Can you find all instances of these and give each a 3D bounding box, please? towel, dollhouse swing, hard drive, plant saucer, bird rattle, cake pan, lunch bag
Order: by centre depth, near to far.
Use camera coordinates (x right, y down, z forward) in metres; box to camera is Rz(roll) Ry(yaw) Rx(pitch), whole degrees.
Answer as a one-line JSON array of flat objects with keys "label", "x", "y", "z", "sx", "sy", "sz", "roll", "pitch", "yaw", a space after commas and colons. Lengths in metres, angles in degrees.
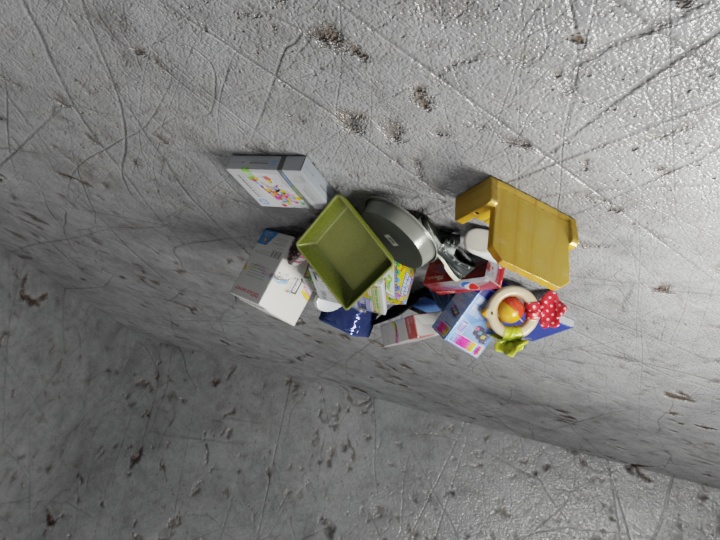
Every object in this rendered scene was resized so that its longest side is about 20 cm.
[{"label": "dollhouse swing", "x": 0.285, "y": -0.047, "z": 1.232, "sx": 0.200, "sy": 0.176, "sz": 0.182, "roll": 23, "pitch": 159, "yaw": -17}, {"label": "cake pan", "x": 0.078, "y": -0.077, "z": 1.420, "sx": 0.200, "sy": 0.037, "sz": 0.200, "roll": 37, "pitch": 161, "yaw": 15}, {"label": "plant saucer", "x": -0.027, "y": -0.044, "z": 1.449, "sx": 0.200, "sy": 0.048, "sz": 0.200, "roll": 52, "pitch": 131, "yaw": 8}, {"label": "bird rattle", "x": 0.386, "y": 0.110, "z": 1.572, "sx": 0.163, "sy": 0.200, "sz": 0.113, "roll": 44, "pitch": -170, "yaw": -4}, {"label": "towel", "x": 0.269, "y": 0.104, "z": 1.736, "sx": 0.049, "sy": 0.112, "sz": 0.200, "roll": -42, "pitch": 126, "yaw": 17}, {"label": "hard drive", "x": 0.471, "y": 0.146, "z": 1.781, "sx": 0.132, "sy": 0.025, "sz": 0.200, "roll": 21, "pitch": 159, "yaw": -9}, {"label": "lunch bag", "x": -0.020, "y": 0.113, "z": 1.922, "sx": 0.136, "sy": 0.132, "sz": 0.200, "roll": 24, "pitch": -179, "yaw": 17}]

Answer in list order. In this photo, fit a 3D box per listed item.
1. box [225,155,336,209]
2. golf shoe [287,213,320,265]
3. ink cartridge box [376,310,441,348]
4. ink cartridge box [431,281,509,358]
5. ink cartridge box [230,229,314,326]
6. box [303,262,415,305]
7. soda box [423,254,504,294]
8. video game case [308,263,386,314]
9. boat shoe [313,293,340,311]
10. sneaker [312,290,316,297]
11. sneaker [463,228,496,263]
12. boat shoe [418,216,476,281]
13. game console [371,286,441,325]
[{"label": "box", "x": -0.171, "y": -0.193, "z": 1.429, "sx": 0.200, "sy": 0.041, "sz": 0.156, "roll": 8, "pitch": 157, "yaw": 29}, {"label": "golf shoe", "x": -0.105, "y": -0.062, "z": 1.590, "sx": 0.092, "sy": 0.073, "sz": 0.200, "roll": 28, "pitch": 135, "yaw": -27}, {"label": "ink cartridge box", "x": 0.138, "y": 0.171, "z": 1.855, "sx": 0.116, "sy": 0.068, "sz": 0.200, "roll": -4, "pitch": 167, "yaw": -36}, {"label": "ink cartridge box", "x": 0.295, "y": 0.104, "z": 1.640, "sx": 0.136, "sy": 0.200, "sz": 0.076, "roll": 30, "pitch": -173, "yaw": -33}, {"label": "ink cartridge box", "x": -0.216, "y": 0.018, "z": 1.735, "sx": 0.147, "sy": 0.200, "sz": 0.145, "roll": 17, "pitch": 166, "yaw": 47}, {"label": "box", "x": 0.000, "y": 0.000, "z": 1.661, "sx": 0.193, "sy": 0.122, "sz": 0.200, "roll": 33, "pitch": 154, "yaw": -34}, {"label": "soda box", "x": 0.246, "y": 0.009, "z": 1.555, "sx": 0.063, "sy": 0.070, "sz": 0.200, "roll": 31, "pitch": 156, "yaw": -32}, {"label": "video game case", "x": -0.027, "y": 0.047, "z": 1.601, "sx": 0.182, "sy": 0.022, "sz": 0.200, "roll": 13, "pitch": 157, "yaw": 10}, {"label": "boat shoe", "x": -0.065, "y": 0.051, "z": 1.790, "sx": 0.068, "sy": 0.200, "sz": 0.072, "roll": 12, "pitch": 123, "yaw": 41}, {"label": "sneaker", "x": -0.124, "y": 0.049, "z": 1.990, "sx": 0.082, "sy": 0.075, "sz": 0.200, "roll": 17, "pitch": 158, "yaw": 47}, {"label": "sneaker", "x": 0.320, "y": -0.037, "z": 1.400, "sx": 0.200, "sy": 0.075, "sz": 0.088, "roll": 22, "pitch": 172, "yaw": 9}, {"label": "boat shoe", "x": 0.197, "y": -0.055, "z": 1.441, "sx": 0.066, "sy": 0.075, "sz": 0.199, "roll": -24, "pitch": 124, "yaw": 22}, {"label": "game console", "x": 0.156, "y": 0.124, "z": 1.856, "sx": 0.176, "sy": 0.116, "sz": 0.200, "roll": 25, "pitch": 159, "yaw": -17}]
